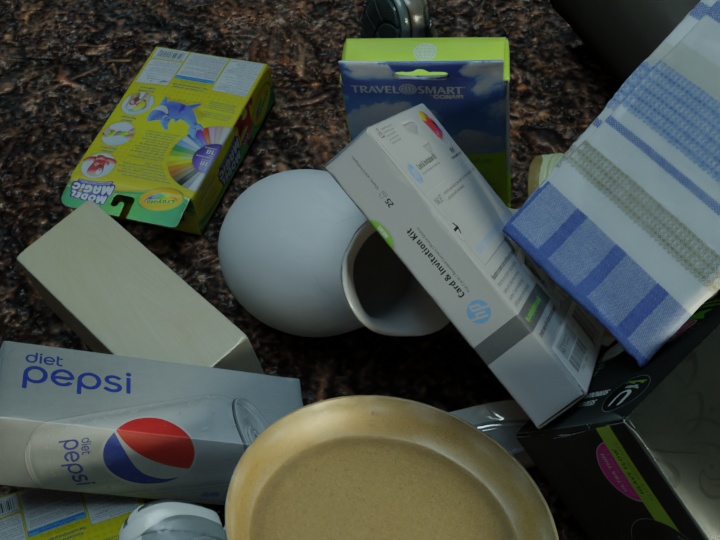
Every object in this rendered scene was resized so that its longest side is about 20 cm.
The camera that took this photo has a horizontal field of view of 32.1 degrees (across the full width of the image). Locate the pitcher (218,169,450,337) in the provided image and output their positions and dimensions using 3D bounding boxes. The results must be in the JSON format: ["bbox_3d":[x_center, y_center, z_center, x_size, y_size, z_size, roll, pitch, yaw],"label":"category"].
[{"bbox_3d":[0.000,0.000,0.905,0.199,0.171,0.122,13,81,54],"label":"pitcher"}]

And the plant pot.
[{"bbox_3d":[0.018,0.157,0.733,0.199,0.028,0.201,8,40,-7],"label":"plant pot"}]

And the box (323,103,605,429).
[{"bbox_3d":[0.073,-0.011,0.791,0.041,0.200,0.156,-38,1,20],"label":"box"}]

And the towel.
[{"bbox_3d":[0.191,-0.058,0.739,0.200,0.024,0.147,-48,49,8],"label":"towel"}]

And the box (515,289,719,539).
[{"bbox_3d":[0.227,0.093,0.761,0.200,0.124,0.149,-38,94,-24],"label":"box"}]

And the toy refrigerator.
[{"bbox_3d":[-0.165,0.038,0.936,0.076,0.070,0.200,-41,55,-18],"label":"toy refrigerator"}]

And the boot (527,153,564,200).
[{"bbox_3d":[0.225,-0.045,0.853,0.154,0.199,0.073,-5,79,37],"label":"boot"}]

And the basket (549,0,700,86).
[{"bbox_3d":[0.273,-0.193,1.044,0.179,0.136,0.201,-10,52,-9],"label":"basket"}]

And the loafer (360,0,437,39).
[{"bbox_3d":[0.037,-0.160,0.997,0.063,0.200,0.072,-20,64,-15],"label":"loafer"}]

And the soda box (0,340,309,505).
[{"bbox_3d":[-0.137,0.102,0.806,0.199,0.064,0.069,9,39,-17],"label":"soda box"}]

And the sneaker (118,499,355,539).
[{"bbox_3d":[-0.049,0.211,0.732,0.199,0.075,0.116,13,39,-12],"label":"sneaker"}]

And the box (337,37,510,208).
[{"bbox_3d":[0.053,-0.109,0.945,0.121,0.200,0.048,0,60,7],"label":"box"}]

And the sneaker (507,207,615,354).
[{"bbox_3d":[0.132,0.009,0.906,0.199,0.090,0.075,28,57,28],"label":"sneaker"}]

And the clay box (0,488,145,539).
[{"bbox_3d":[-0.170,0.221,0.777,0.114,0.048,0.201,-18,50,-12],"label":"clay box"}]

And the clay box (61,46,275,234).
[{"bbox_3d":[-0.163,-0.106,1.073,0.114,0.048,0.201,11,53,16],"label":"clay box"}]

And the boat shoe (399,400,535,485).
[{"bbox_3d":[0.057,0.134,0.826,0.198,0.072,0.069,-8,63,-4],"label":"boat shoe"}]
